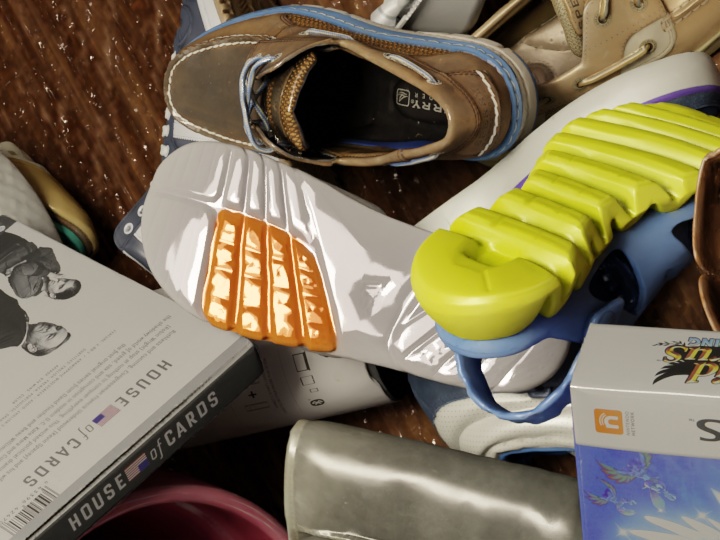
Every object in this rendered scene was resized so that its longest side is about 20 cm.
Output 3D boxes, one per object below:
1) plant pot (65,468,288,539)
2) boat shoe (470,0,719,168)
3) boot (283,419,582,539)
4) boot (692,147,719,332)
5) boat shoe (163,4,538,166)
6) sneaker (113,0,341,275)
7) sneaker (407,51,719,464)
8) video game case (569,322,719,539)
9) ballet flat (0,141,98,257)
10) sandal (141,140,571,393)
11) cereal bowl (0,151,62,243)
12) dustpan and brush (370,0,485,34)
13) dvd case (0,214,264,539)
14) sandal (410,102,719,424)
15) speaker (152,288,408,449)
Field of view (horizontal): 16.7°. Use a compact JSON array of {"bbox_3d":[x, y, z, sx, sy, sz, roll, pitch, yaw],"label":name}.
[{"bbox_3d":[-0.142,0.185,1.181,0.178,0.199,0.201,9,85,51],"label":"plant pot"},{"bbox_3d":[0.113,-0.118,1.140,0.200,0.064,0.072,-40,60,21],"label":"boat shoe"},{"bbox_3d":[0.063,0.094,1.071,0.199,0.073,0.183,19,123,25],"label":"boot"},{"bbox_3d":[0.195,0.048,0.993,0.073,0.154,0.201,-28,65,25],"label":"boot"},{"bbox_3d":[-0.020,-0.085,1.139,0.199,0.072,0.073,3,102,34],"label":"boat shoe"},{"bbox_3d":[-0.082,-0.071,1.259,0.108,0.070,0.201,-29,68,24],"label":"sneaker"},{"bbox_3d":[0.110,0.012,1.114,0.200,0.080,0.147,-35,72,17],"label":"sneaker"},{"bbox_3d":[0.178,0.118,0.954,0.180,0.046,0.201,3,125,18],"label":"video game case"},{"bbox_3d":[-0.216,-0.047,1.351,0.199,0.069,0.063,7,54,32],"label":"ballet flat"},{"bbox_3d":[-0.002,0.008,1.107,0.206,0.059,0.080,21,87,12],"label":"sandal"},{"bbox_3d":[-0.248,0.021,1.297,0.199,0.083,0.201,11,111,29],"label":"cereal bowl"},{"bbox_3d":[0.028,-0.139,1.195,0.140,0.057,0.201,-87,9,-55],"label":"dustpan and brush"},{"bbox_3d":[-0.161,0.053,1.141,0.150,0.025,0.199,-41,42,-24],"label":"dvd case"},{"bbox_3d":[0.096,-0.004,1.018,0.079,0.200,0.088,25,134,39],"label":"sandal"},{"bbox_3d":[-0.082,0.046,1.197,0.199,0.081,0.082,-14,72,15],"label":"speaker"}]
